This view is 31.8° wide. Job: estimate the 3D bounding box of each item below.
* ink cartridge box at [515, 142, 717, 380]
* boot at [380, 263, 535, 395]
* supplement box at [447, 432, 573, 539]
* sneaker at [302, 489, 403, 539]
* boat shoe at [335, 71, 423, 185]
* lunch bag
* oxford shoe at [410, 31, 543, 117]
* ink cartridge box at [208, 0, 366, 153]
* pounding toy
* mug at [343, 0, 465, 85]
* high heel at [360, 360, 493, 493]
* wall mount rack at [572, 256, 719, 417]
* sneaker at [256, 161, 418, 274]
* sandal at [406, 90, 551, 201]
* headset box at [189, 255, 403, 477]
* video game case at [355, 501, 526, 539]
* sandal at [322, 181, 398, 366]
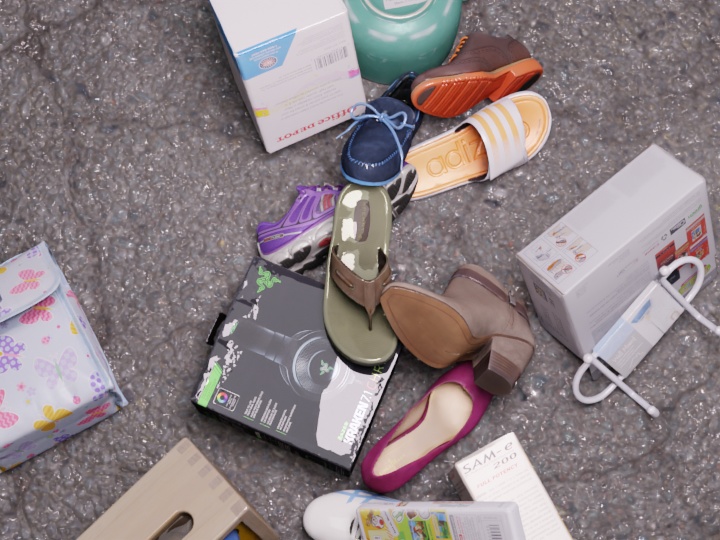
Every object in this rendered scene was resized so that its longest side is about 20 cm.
[{"bbox_3d":[0.285,-0.005,1.379,0.200,0.176,0.084,-38,49,-9],"label":"ink cartridge box"},{"bbox_3d":[0.106,0.042,1.344,0.200,0.147,0.070,41,122,-19],"label":"boot"},{"bbox_3d":[0.170,0.275,1.306,0.073,0.126,0.201,-27,79,-6],"label":"supplement box"},{"bbox_3d":[0.036,0.276,1.333,0.199,0.073,0.072,13,79,4],"label":"sneaker"},{"bbox_3d":[0.022,-0.162,1.383,0.084,0.069,0.200,13,34,3],"label":"boat shoe"},{"bbox_3d":[-0.370,0.088,1.348,0.169,0.127,0.201,-26,72,-8],"label":"lunch bag"},{"bbox_3d":[0.118,-0.224,1.421,0.199,0.071,0.073,-17,70,-45],"label":"oxford shoe"},{"bbox_3d":[-0.080,-0.240,1.399,0.128,0.200,0.126,-23,60,-6],"label":"ink cartridge box"},{"bbox_3d":[-0.184,0.308,1.280,0.200,0.184,0.142,-43,69,-10],"label":"pounding toy"},{"bbox_3d":[0.049,-0.317,1.450,0.152,0.114,0.186,31,79,7],"label":"mug"},{"bbox_3d":[0.081,0.162,1.346,0.067,0.096,0.200,40,80,9],"label":"high heel"},{"bbox_3d":[0.298,0.066,1.328,0.200,0.174,0.075,-50,41,4],"label":"wall mount rack"},{"bbox_3d":[-0.030,-0.073,1.406,0.199,0.081,0.084,-29,68,2],"label":"sneaker"},{"bbox_3d":[0.128,-0.131,1.426,0.206,0.059,0.080,-27,101,-3],"label":"sandal"},{"bbox_3d":[-0.068,0.101,1.362,0.199,0.093,0.175,23,77,5],"label":"headset box"},{"bbox_3d":[0.096,0.325,1.259,0.181,0.023,0.201,-7,102,35],"label":"video game case"},{"bbox_3d":[-0.001,-0.001,1.312,0.079,0.057,0.202,-2,77,-3],"label":"sandal"}]
